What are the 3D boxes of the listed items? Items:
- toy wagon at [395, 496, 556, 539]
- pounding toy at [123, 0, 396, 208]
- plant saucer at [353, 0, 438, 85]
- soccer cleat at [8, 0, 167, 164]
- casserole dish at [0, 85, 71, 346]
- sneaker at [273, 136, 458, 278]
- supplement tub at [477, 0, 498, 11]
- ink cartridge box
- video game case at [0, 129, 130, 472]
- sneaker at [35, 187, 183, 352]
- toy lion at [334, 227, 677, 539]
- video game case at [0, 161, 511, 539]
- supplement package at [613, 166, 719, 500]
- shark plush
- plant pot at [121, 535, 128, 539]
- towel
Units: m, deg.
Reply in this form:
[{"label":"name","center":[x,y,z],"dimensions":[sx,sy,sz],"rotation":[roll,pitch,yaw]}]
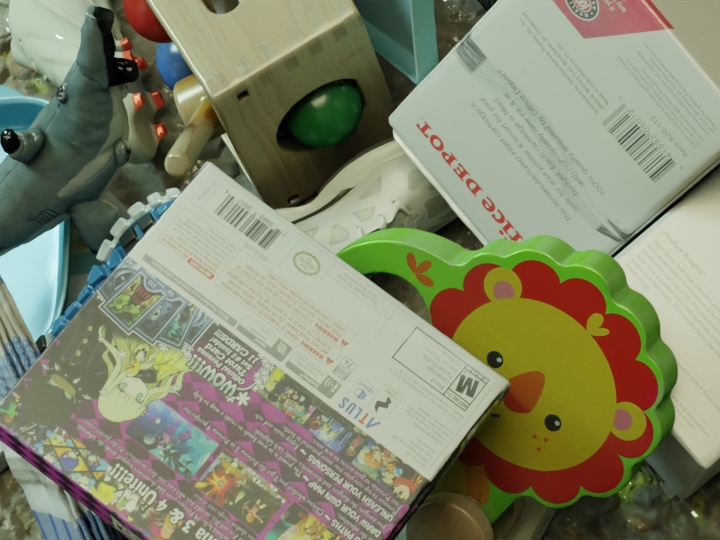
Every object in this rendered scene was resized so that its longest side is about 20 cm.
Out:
[{"label":"toy wagon","center":[0.017,0.108,1.365],"dimensions":[0.200,0.040,0.155],"rotation":[23,72,22]},{"label":"pounding toy","center":[-0.074,-0.126,1.413],"dimensions":[0.142,0.184,0.200],"rotation":[-31,63,-3]},{"label":"plant saucer","center":[0.009,-0.169,1.425],"dimensions":[0.019,0.070,0.200],"rotation":[-11,20,-15]},{"label":"soccer cleat","center":[-0.182,-0.136,1.513],"dimensions":[0.077,0.069,0.200],"rotation":[-27,55,4]},{"label":"casserole dish","center":[-0.233,-0.019,1.457],"dimensions":[0.121,0.039,0.201],"rotation":[-6,64,10]},{"label":"sneaker","center":[0.000,0.000,1.383],"dimensions":[0.200,0.076,0.116],"rotation":[-25,45,5]},{"label":"supplement tub","center":[0.153,-0.159,1.414],"dimensions":[0.122,0.123,0.200],"rotation":[-35,63,-5]},{"label":"ink cartridge box","center":[0.129,-0.096,1.303],"dimensions":[0.147,0.200,0.083],"rotation":[50,47,4]},{"label":"video game case","center":[-0.230,0.006,1.477],"dimensions":[0.182,0.022,0.200],"rotation":[-44,64,-10]},{"label":"sneaker","center":[-0.123,0.033,1.373],"dimensions":[0.200,0.086,0.075],"rotation":[-49,38,28]},{"label":"toy lion","center":[0.061,0.052,1.251],"dimensions":[0.200,0.069,0.192],"rotation":[42,119,7]},{"label":"video game case","center":[-0.055,0.070,1.194],"dimensions":[0.200,0.036,0.181],"rotation":[35,69,9]},{"label":"supplement package","center":[0.219,0.013,1.308],"dimensions":[0.200,0.120,0.121],"rotation":[-39,78,-7]},{"label":"shark plush","center":[-0.172,-0.069,1.355],"dimensions":[0.083,0.200,0.091],"rotation":[-12,71,-33]},{"label":"plant pot","center":[-0.089,0.128,1.292],"dimensions":[0.092,0.201,0.201],"rotation":[-25,62,-9]},{"label":"towel","center":[-0.190,0.081,1.300],"dimensions":[0.024,0.147,0.201],"rotation":[-26,98,-20]}]
